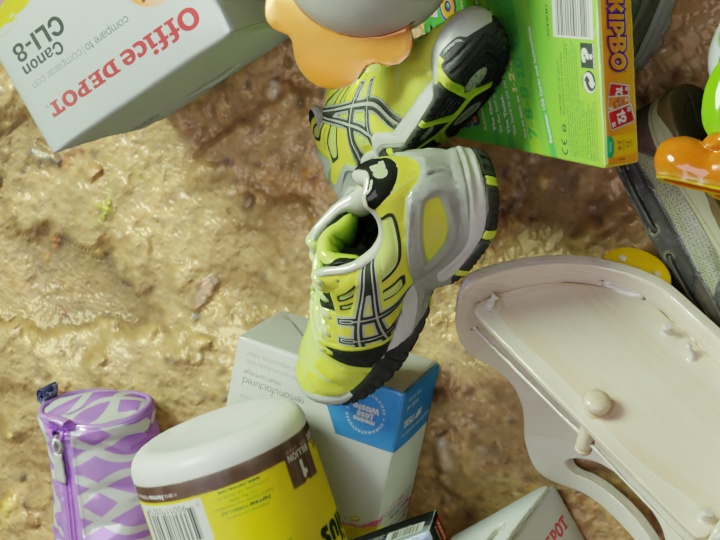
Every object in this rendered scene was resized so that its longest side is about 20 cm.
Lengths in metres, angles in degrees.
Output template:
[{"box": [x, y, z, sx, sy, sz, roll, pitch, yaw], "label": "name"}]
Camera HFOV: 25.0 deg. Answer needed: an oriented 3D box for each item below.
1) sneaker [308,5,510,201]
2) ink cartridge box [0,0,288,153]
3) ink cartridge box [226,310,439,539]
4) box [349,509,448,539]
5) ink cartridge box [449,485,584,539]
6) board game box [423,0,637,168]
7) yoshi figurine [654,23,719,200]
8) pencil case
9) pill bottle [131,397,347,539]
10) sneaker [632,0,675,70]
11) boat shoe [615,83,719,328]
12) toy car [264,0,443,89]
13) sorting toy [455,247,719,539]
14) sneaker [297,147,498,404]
[{"box": [0.016, -0.096, 0.912, 0.077, 0.075, 0.200, 54, 149, 6], "label": "sneaker"}, {"box": [-0.143, -0.196, 0.954, 0.145, 0.145, 0.201, -29, 92, 25], "label": "ink cartridge box"}, {"box": [-0.031, 0.141, 1.034, 0.115, 0.067, 0.202, 17, 109, 17], "label": "ink cartridge box"}, {"box": [-0.026, 0.229, 0.884, 0.198, 0.040, 0.138, -20, 96, 12], "label": "box"}, {"box": [0.111, 0.250, 0.960, 0.083, 0.145, 0.201, -30, 91, 26], "label": "ink cartridge box"}, {"box": [0.086, -0.115, 0.887, 0.200, 0.030, 0.097, 20, 118, 62], "label": "board game box"}, {"box": [0.195, -0.138, 0.830, 0.111, 0.112, 0.202, 12, 93, -8], "label": "yoshi figurine"}, {"box": [-0.171, 0.177, 1.090, 0.083, 0.085, 0.202, 1, 104, 24], "label": "pencil case"}, {"box": [-0.056, 0.185, 0.957, 0.108, 0.109, 0.202, -14, 99, 24], "label": "pill bottle"}, {"box": [0.149, -0.198, 0.871, 0.073, 0.079, 0.202, 17, 107, 19], "label": "sneaker"}, {"box": [0.203, -0.004, 0.908, 0.066, 0.072, 0.202, -22, 97, 47], "label": "boat shoe"}, {"box": [-0.004, -0.197, 0.841, 0.175, 0.184, 0.202, 20, 86, 16], "label": "toy car"}, {"box": [0.149, 0.102, 0.910, 0.200, 0.106, 0.181, 46, 152, 30], "label": "sorting toy"}, {"box": [0.000, 0.000, 0.887, 0.201, 0.076, 0.076, 121, 146, -42], "label": "sneaker"}]
